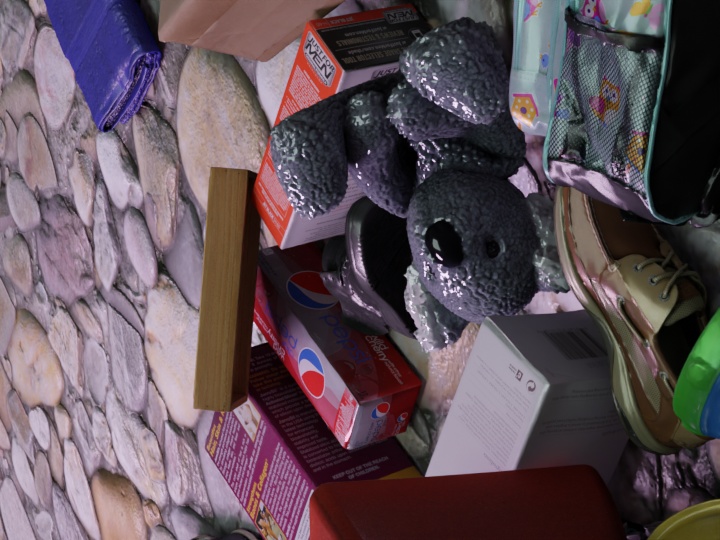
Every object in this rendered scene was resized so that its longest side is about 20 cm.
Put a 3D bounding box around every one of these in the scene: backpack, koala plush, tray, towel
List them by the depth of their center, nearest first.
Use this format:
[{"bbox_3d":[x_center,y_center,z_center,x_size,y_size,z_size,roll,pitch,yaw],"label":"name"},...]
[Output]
[{"bbox_3d":[0.176,-0.146,0.822,0.153,0.175,0.202,34,127,42],"label":"backpack"},{"bbox_3d":[0.068,-0.053,1.062,0.176,0.184,0.201,-28,91,22],"label":"koala plush"},{"bbox_3d":[-0.114,0.015,1.305,0.099,0.037,0.203,-8,-77,-86],"label":"tray"},{"bbox_3d":[-0.277,-0.270,1.628,0.148,0.049,0.201,-47,63,47],"label":"towel"}]

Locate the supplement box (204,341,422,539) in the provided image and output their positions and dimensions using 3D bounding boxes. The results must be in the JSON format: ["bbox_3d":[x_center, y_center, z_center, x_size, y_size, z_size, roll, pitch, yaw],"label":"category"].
[{"bbox_3d":[-0.047,0.177,1.393,0.200,0.102,0.132,51,142,32],"label":"supplement box"}]

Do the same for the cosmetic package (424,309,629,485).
[{"bbox_3d":[0.116,0.133,1.069,0.081,0.112,0.202,47,127,41],"label":"cosmetic package"}]

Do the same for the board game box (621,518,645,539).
[{"bbox_3d":[0.189,0.279,1.129,0.135,0.028,0.202,7,109,58],"label":"board game box"}]

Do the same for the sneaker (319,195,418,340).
[{"bbox_3d":[0.002,-0.003,1.221,0.104,0.060,0.200,25,159,35],"label":"sneaker"}]

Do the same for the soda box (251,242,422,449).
[{"bbox_3d":[-0.030,0.062,1.345,0.200,0.069,0.064,52,142,34],"label":"soda box"}]

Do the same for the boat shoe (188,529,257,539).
[{"bbox_3d":[-0.164,0.332,1.690,0.199,0.062,0.073,-15,91,59],"label":"boat shoe"}]

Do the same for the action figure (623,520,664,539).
[{"bbox_3d":[0.216,0.242,1.009,0.199,0.069,0.132,19,121,48],"label":"action figure"}]

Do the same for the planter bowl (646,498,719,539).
[{"bbox_3d":[0.233,0.232,0.848,0.199,0.084,0.202,19,132,23],"label":"planter bowl"}]

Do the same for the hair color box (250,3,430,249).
[{"bbox_3d":[-0.013,-0.113,1.212,0.061,0.101,0.201,56,144,28],"label":"hair color box"}]

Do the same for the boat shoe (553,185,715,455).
[{"bbox_3d":[0.191,0.019,0.978,0.074,0.075,0.202,-15,99,54],"label":"boat shoe"}]

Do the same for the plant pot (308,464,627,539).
[{"bbox_3d":[0.081,0.248,0.927,0.176,0.198,0.202,-137,45,-74],"label":"plant pot"}]

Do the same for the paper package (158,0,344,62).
[{"bbox_3d":[-0.075,-0.286,1.169,0.190,0.102,0.202,-24,59,59],"label":"paper package"}]

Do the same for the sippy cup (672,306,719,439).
[{"bbox_3d":[0.263,0.066,0.828,0.130,0.177,0.140,40,108,28],"label":"sippy cup"}]
